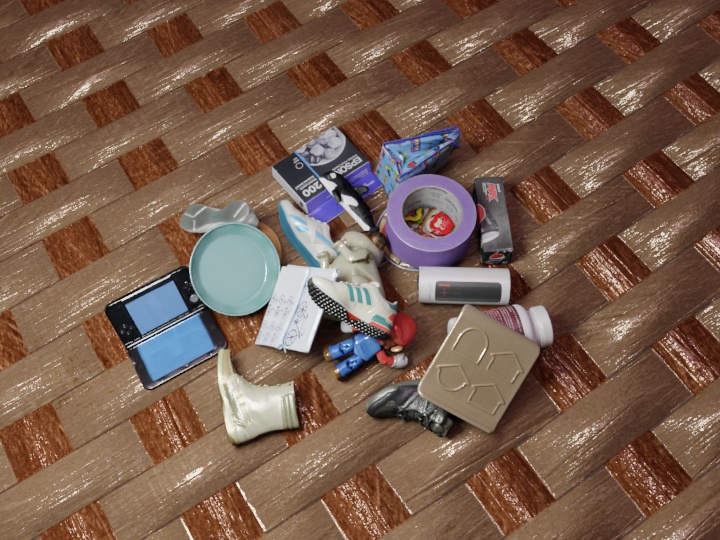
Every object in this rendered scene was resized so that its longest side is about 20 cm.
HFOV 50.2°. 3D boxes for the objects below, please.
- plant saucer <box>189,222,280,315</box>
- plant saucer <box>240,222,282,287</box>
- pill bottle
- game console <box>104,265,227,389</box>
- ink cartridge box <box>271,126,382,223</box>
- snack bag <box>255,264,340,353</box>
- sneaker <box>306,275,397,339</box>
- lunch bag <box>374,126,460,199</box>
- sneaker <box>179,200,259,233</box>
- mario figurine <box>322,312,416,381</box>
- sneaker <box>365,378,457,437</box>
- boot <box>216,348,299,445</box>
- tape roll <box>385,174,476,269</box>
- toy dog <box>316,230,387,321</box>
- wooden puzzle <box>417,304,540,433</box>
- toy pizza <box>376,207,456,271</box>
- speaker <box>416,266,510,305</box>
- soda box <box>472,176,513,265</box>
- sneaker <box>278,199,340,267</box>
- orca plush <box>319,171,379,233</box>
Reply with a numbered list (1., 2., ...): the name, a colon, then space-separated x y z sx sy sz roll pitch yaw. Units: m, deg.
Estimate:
1. plant saucer: -0.274 -0.002 1.672 0.198 0.036 0.202 2 85 -20
2. plant saucer: -0.278 -0.037 1.755 0.198 0.038 0.202 -1 61 2
3. pill bottle: 0.287 0.134 1.581 0.198 0.113 0.114 -12 60 -3
4. game console: -0.411 0.119 1.631 0.199 0.173 0.119 -28 36 -13
5. ink cartridge box: -0.080 -0.228 1.849 0.197 0.044 0.200 -35 66 -16
6. snack bag: -0.135 0.078 1.600 0.199 0.021 0.190 5 71 52
7. sneaker: -0.012 0.052 1.520 0.199 0.070 0.094 32 63 -13
8. lunch bag: 0.147 -0.258 1.787 0.199 0.151 0.095 -24 75 -14
9. sneaker: -0.320 -0.107 1.741 0.198 0.080 0.071 -1 65 26
10. mario figurine: 0.026 0.154 1.607 0.199 0.124 0.106 -25 37 1
11. sneaker: 0.112 0.279 1.530 0.197 0.077 0.115 -9 54 -8
12. boot: -0.210 0.243 1.572 0.153 0.072 0.202 -13 66 -4
13. tape roll: 0.154 -0.108 1.705 0.198 0.085 0.202 1 62 -1
14. toy dog: 0.000 0.000 1.658 0.192 0.140 0.202 19 54 -17
15. wooden puzzle: 0.229 0.191 1.506 0.184 0.046 0.201 29 91 -13
16. toy pizza: 0.132 -0.090 1.764 0.198 0.032 0.202 -1 60 2
17. speaker: 0.221 0.033 1.662 0.198 0.081 0.082 2 60 4
18. soda box: 0.299 -0.114 1.750 0.070 0.064 0.202 -3 60 1
19. sneaker: -0.119 -0.087 1.758 0.080 0.077 0.200 -31 70 -22
20. orca plush: -0.008 -0.164 1.749 0.071 0.105 0.200 -43 59 8
